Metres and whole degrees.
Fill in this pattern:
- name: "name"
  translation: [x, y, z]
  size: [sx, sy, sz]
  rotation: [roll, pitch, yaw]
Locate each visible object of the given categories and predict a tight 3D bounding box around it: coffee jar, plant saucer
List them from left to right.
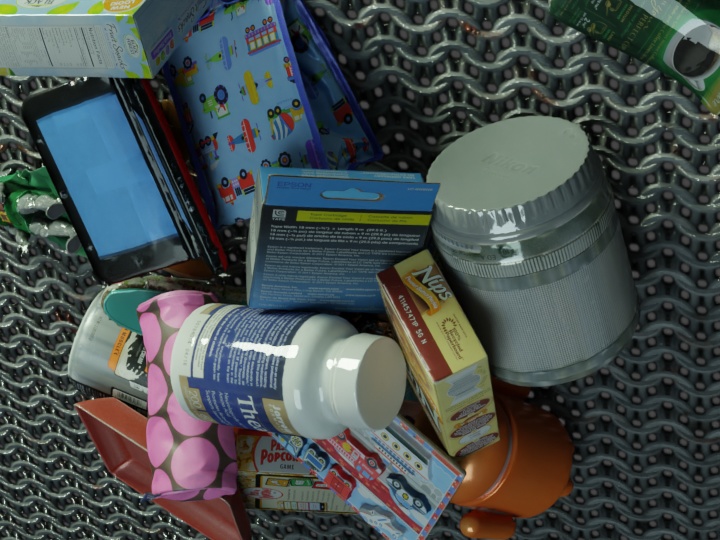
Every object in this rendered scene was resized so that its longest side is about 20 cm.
- name: "plant saucer"
  translation: [-0.197, 0.215, 1.683]
  size: [0.199, 0.037, 0.200]
  rotation: [29, 157, 17]
- name: "coffee jar"
  translation: [0.253, -0.197, 1.237]
  size: [0.199, 0.085, 0.104]
  rotation: [32, 131, -1]

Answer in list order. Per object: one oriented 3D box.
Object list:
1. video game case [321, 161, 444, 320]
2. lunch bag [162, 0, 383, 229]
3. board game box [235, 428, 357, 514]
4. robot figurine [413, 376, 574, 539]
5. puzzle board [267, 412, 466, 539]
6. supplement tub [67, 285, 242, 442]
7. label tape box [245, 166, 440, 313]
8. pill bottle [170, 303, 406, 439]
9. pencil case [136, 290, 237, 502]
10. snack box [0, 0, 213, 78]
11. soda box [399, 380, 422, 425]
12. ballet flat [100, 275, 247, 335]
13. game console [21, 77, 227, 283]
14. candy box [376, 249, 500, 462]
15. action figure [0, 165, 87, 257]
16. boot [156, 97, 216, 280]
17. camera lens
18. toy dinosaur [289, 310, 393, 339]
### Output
- name: "video game case"
  translation: [0.008, -0.020, 1.551]
  size: [0.181, 0.024, 0.201]
  rotation: [26, 133, 3]
- name: "lunch bag"
  translation: [-0.095, -0.159, 1.437]
  size: [0.150, 0.094, 0.201]
  rotation: [-18, 100, 37]
- name: "board game box"
  translation: [-0.032, 0.215, 1.670]
  size: [0.199, 0.047, 0.152]
  rotation: [4, 157, -3]
- name: "robot figurine"
  translation: [0.128, 0.177, 1.564]
  size: [0.199, 0.117, 0.144]
  rotation: [20, 105, -44]
- name: "puzzle board"
  translation: [-0.003, 0.172, 1.515]
  size: [0.200, 0.017, 0.151]
  rotation: [40, 138, 14]
- name: "supplement tub"
  translation: [-0.196, 0.103, 1.685]
  size: [0.199, 0.123, 0.123]
  rotation: [21, 134, 8]
- name: "label tape box"
  translation: [-0.019, -0.042, 1.361]
  size: [0.143, 0.064, 0.200]
  rotation: [2, 146, -9]
- name: "pill bottle"
  translation: [-0.063, 0.092, 1.429]
  size: [0.199, 0.111, 0.111]
  rotation: [5, 130, 34]
- name: "pencil case"
  translation: [-0.173, 0.122, 1.543]
  size: [0.090, 0.201, 0.093]
  rotation: [3, 169, -35]
- name: "snack box"
  translation: [-0.237, -0.237, 1.384]
  size: [0.199, 0.169, 0.068]
  rotation: [3, 130, 24]
- name: "soda box"
  translation: [-0.035, 0.112, 1.593]
  size: [0.199, 0.064, 0.069]
  rotation: [10, 140, -4]
- name: "ballet flat"
  translation: [-0.163, 0.039, 1.625]
  size: [0.199, 0.064, 0.076]
  rotation: [11, 120, -4]
- name: "game console"
  translation: [-0.220, -0.079, 1.467]
  size: [0.118, 0.172, 0.201]
  rotation: [-25, 106, -7]
- name: "candy box"
  translation: [0.071, 0.080, 1.406]
  size: [0.055, 0.116, 0.200]
  rotation: [-25, 153, -5]
- name: "action figure"
  translation: [-0.344, -0.060, 1.635]
  size: [0.199, 0.055, 0.119]
  rotation: [11, 132, 51]
- name: "boot"
  translation: [-0.191, -0.087, 1.560]
  size: [0.201, 0.071, 0.144]
  rotation: [35, 128, -11]
- name: "camera lens"
  translation: [0.151, -0.012, 1.390]
  size: [0.159, 0.160, 0.201]
  rotation: [-1, 127, 27]
- name: "toy dinosaur"
  translation: [0.000, 0.000, 1.512]
  size: [0.135, 0.102, 0.201]
  rotation: [-3, 106, 9]
